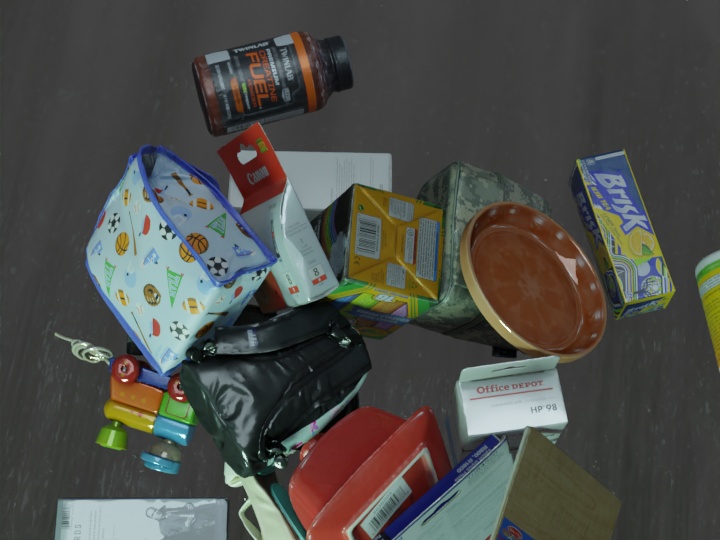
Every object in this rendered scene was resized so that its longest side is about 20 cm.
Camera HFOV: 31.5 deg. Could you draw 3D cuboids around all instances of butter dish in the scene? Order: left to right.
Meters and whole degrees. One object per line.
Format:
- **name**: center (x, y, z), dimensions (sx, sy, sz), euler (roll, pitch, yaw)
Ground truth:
- **butter dish**: center (-0.009, 0.236, 1.429), dimensions (0.147, 0.200, 0.200), euler (34, 67, 33)

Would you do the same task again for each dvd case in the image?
- **dvd case**: center (-0.251, 0.335, 1.455), dimensions (0.198, 0.025, 0.152), euler (0, 68, -1)

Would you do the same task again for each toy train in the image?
- **toy train**: center (-0.284, 0.158, 1.503), dimensions (0.198, 0.085, 0.117), euler (17, 82, 6)

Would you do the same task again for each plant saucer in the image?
- **plant saucer**: center (0.192, 0.015, 1.440), dimensions (0.199, 0.032, 0.202), euler (20, 50, -26)

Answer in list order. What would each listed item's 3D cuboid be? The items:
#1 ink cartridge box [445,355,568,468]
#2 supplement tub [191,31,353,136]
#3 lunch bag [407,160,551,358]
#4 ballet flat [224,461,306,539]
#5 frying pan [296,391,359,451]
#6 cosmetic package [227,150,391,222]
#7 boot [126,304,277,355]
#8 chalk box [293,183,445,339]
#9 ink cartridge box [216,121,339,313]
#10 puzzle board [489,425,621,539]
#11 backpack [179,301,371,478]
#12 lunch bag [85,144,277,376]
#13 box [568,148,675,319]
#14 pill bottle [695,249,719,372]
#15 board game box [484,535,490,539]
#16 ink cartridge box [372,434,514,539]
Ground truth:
- **ink cartridge box**: center (0.163, 0.165, 1.438), dimensions (0.115, 0.200, 0.067), euler (-8, 68, -4)
- **supplement tub**: center (-0.112, -0.247, 1.651), dimensions (0.198, 0.107, 0.108), euler (-16, 69, -8)
- **lunch bag**: center (0.152, -0.010, 1.544), dimensions (0.166, 0.139, 0.202), euler (15, 66, -19)
- **ballet flat**: center (-0.122, 0.251, 1.475), dimensions (0.069, 0.070, 0.201), euler (-24, 71, -11)
- **frying pan**: center (-0.093, 0.163, 1.524), dimensions (0.188, 0.031, 0.116), euler (0, 63, 9)
- **cosmetic package**: center (-0.062, -0.088, 1.588), dimensions (0.198, 0.108, 0.086), euler (3, 67, -2)
- **boot**: center (-0.184, 0.044, 1.553), dimensions (0.172, 0.069, 0.202), euler (10, 59, -4)
- **chalk box**: center (0.000, 0.000, 1.516), dimensions (0.123, 0.200, 0.126), euler (14, 67, -21)
- **ink cartridge box**: center (-0.111, -0.053, 1.445), dimensions (0.050, 0.162, 0.201), euler (-31, 96, -23)
- **puzzle board**: center (0.212, 0.282, 1.399), dimensions (0.017, 0.200, 0.152), euler (-1, 59, 46)
- **backpack**: center (-0.090, 0.122, 1.439), dimensions (0.199, 0.127, 0.168), euler (-30, 87, -27)
- **lunch bag**: center (-0.214, -0.018, 1.435), dimensions (0.200, 0.170, 0.123), euler (47, 35, 16)
- **box**: center (0.325, -0.046, 1.601), dimensions (0.069, 0.064, 0.202), euler (-12, 68, -6)
- **pill bottle**: center (0.477, 0.077, 1.528), dimensions (0.110, 0.111, 0.202), euler (-7, 68, -4)
- **board game box**: center (0.202, 0.353, 1.460), dimensions (0.199, 0.019, 0.103), euler (29, 71, 10)
- **ink cartridge box**: center (0.087, 0.268, 1.379), dimensions (0.199, 0.200, 0.041), euler (-39, 60, -11)
